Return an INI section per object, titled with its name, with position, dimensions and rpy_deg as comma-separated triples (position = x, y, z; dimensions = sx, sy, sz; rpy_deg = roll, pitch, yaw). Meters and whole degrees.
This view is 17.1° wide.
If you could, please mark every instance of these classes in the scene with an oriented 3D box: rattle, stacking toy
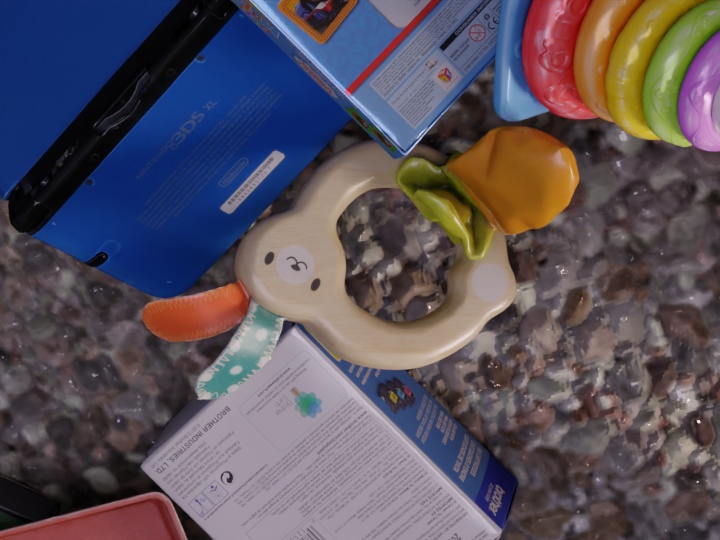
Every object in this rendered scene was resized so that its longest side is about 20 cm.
[rattle]
position = 0.000, 0.000, 1.238
dimensions = 0.200, 0.143, 0.131
rpy_deg = -13, 103, -22
[stacking toy]
position = 0.166, -0.097, 1.166
dimensions = 0.200, 0.116, 0.110
rpy_deg = 37, 133, 40

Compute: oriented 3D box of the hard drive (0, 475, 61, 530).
[hard drive]
position = -0.277, 0.203, 1.470
dimensions = 0.139, 0.038, 0.200
rpy_deg = 22, 114, 3

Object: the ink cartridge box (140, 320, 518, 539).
[ink cartridge box]
position = -0.006, 0.128, 1.361
dimensions = 0.200, 0.076, 0.136
rpy_deg = 46, 113, -5

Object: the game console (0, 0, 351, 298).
[game console]
position = -0.117, -0.111, 1.325
dimensions = 0.171, 0.118, 0.200
rpy_deg = 28, 118, -34

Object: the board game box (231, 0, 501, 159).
[board game box]
position = -0.001, -0.180, 1.226
dimensions = 0.200, 0.037, 0.151
rpy_deg = 44, 82, -7

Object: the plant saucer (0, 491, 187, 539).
[plant saucer]
position = -0.170, 0.226, 1.419
dimensions = 0.199, 0.037, 0.200
rpy_deg = -15, 115, 12
